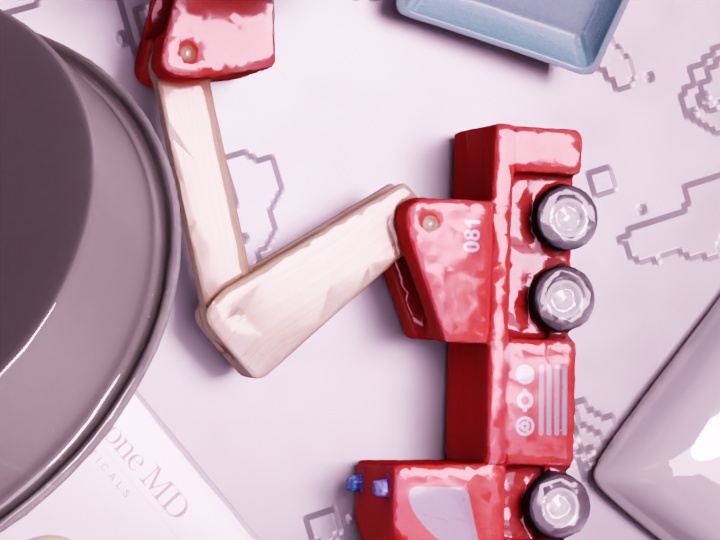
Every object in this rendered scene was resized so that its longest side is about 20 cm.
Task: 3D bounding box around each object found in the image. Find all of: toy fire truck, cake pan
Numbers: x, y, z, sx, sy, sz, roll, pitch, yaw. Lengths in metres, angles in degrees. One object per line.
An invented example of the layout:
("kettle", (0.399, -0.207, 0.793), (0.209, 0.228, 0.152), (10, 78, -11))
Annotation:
("toy fire truck", (0.000, 0.000, 0.927), (0.141, 0.049, 0.200), (2, 88, -15))
("cake pan", (-0.150, -0.002, 0.825), (0.200, 0.037, 0.201), (-8, 55, 11))

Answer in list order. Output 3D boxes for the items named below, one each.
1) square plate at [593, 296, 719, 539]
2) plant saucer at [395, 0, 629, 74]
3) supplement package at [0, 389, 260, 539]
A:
("square plate", (0.209, 0.051, 0.996), (0.198, 0.028, 0.200), (39, 79, -11))
("plant saucer", (0.076, -0.152, 0.901), (0.070, 0.019, 0.200), (18, 125, -9))
("supplement package", (-0.132, 0.117, 0.854), (0.200, 0.110, 0.114), (-42, 100, -13))
